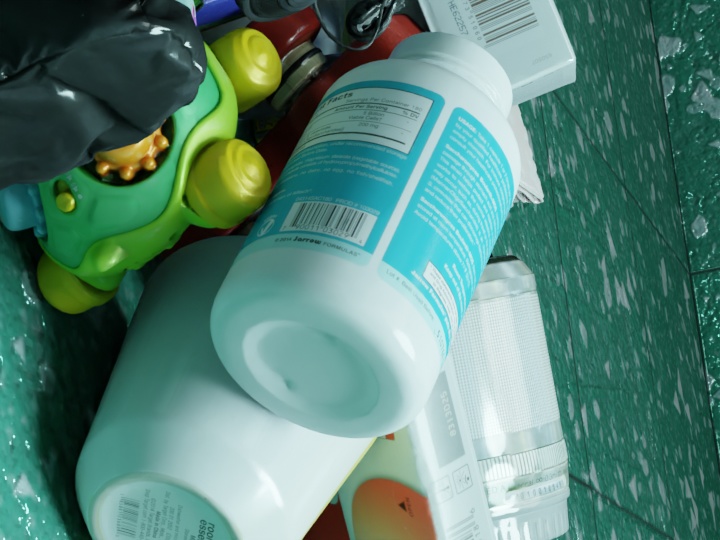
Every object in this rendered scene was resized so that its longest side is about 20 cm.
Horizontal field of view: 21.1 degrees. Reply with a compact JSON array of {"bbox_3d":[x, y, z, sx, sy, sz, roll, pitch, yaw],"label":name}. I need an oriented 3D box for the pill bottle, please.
[{"bbox_3d":[0.012,-0.026,0.942,0.201,0.110,0.111,-63,142,-37],"label":"pill bottle"}]

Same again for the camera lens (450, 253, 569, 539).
[{"bbox_3d":[0.056,0.092,1.332,0.160,0.159,0.202,-2,81,-72],"label":"camera lens"}]

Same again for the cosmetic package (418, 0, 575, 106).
[{"bbox_3d":[0.080,-0.151,1.161,0.200,0.074,0.102,-7,75,-84],"label":"cosmetic package"}]

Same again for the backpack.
[{"bbox_3d":[-0.154,-0.140,0.858,0.127,0.166,0.201,60,12,-58],"label":"backpack"}]

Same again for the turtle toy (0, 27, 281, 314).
[{"bbox_3d":[-0.120,-0.082,0.957,0.101,0.145,0.201,35,41,-34],"label":"turtle toy"}]

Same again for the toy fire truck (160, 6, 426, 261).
[{"bbox_3d":[-0.034,-0.071,1.117,0.112,0.200,0.168,44,15,3],"label":"toy fire truck"}]

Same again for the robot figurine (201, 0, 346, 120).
[{"bbox_3d":[-0.064,-0.174,1.195,0.170,0.112,0.201,99,-3,-47],"label":"robot figurine"}]

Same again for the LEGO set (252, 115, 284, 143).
[{"bbox_3d":[0.009,-0.110,1.378,0.200,0.115,0.155,-68,143,-60],"label":"LEGO set"}]

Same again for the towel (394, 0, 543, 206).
[{"bbox_3d":[0.053,-0.152,1.292,0.191,0.032,0.201,28,44,-59],"label":"towel"}]

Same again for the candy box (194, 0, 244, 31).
[{"bbox_3d":[-0.074,-0.245,1.067,0.168,0.077,0.201,-23,87,-33],"label":"candy box"}]

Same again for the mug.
[{"bbox_3d":[-0.062,0.100,0.992,0.187,0.149,0.153,55,34,-20],"label":"mug"}]

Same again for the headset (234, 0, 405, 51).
[{"bbox_3d":[-0.037,-0.182,0.959,0.200,0.094,0.124,44,12,-45],"label":"headset"}]

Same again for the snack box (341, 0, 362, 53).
[{"bbox_3d":[0.004,-0.136,1.304,0.116,0.037,0.201,8,58,-40],"label":"snack box"}]

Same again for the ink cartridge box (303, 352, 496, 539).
[{"bbox_3d":[-0.009,0.119,1.135,0.050,0.199,0.163,-25,107,-38],"label":"ink cartridge box"}]
